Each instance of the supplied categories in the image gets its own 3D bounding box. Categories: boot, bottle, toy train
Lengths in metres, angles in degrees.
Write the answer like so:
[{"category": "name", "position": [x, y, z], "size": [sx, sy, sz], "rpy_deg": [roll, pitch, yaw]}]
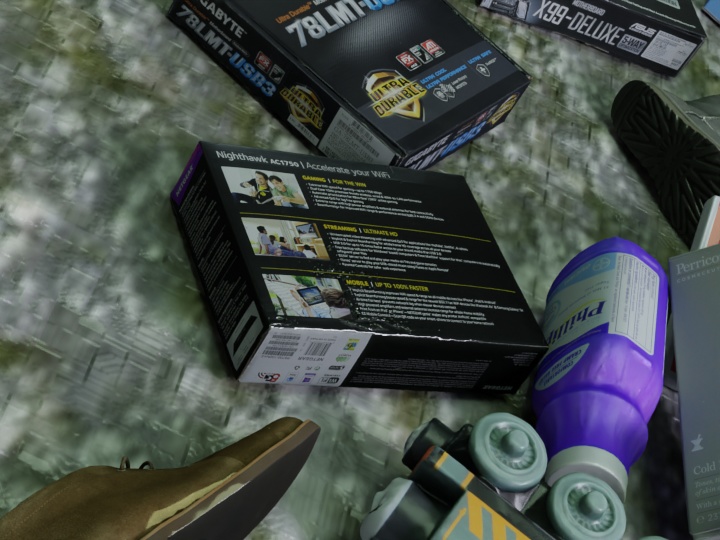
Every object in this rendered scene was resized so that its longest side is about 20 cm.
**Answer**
[{"category": "boot", "position": [0.309, -0.083, 1.327], "size": [0.199, 0.073, 0.183], "rpy_deg": [7, 47, -41]}, {"category": "boot", "position": [-0.095, 0.110, 0.812], "size": [0.075, 0.074, 0.199], "rpy_deg": [37, 38, 20]}, {"category": "bottle", "position": [0.144, 0.066, 1.021], "size": [0.065, 0.083, 0.201], "rpy_deg": [37, 37, -15]}, {"category": "toy train", "position": [0.093, 0.164, 0.885], "size": [0.199, 0.085, 0.114], "rpy_deg": [39, 47, 5]}]

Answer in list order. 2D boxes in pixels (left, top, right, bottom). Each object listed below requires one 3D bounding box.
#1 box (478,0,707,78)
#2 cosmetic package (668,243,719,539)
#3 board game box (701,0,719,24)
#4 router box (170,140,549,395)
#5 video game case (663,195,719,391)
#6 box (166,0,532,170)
[{"category": "box", "position": [0.183, -0.257, 1.421], "size": [0.198, 0.050, 0.159], "rpy_deg": [16, 41, -22]}, {"category": "cosmetic package", "position": [0.255, 0.078, 1.026], "size": [0.090, 0.106, 0.202], "rpy_deg": [42, 38, -46]}, {"category": "board game box", "position": [0.432, -0.297, 1.527], "size": [0.097, 0.200, 0.159], "rpy_deg": [45, 39, 12]}, {"category": "router box", "position": [0.000, 0.000, 1.008], "size": [0.198, 0.051, 0.150], "rpy_deg": [6, 44, -33]}, {"category": "video game case", "position": [0.307, 0.053, 1.156], "size": [0.199, 0.017, 0.144], "rpy_deg": [26, 66, -9]}, {"category": "box", "position": [-0.002, -0.158, 1.180], "size": [0.198, 0.050, 0.200], "rpy_deg": [44, 38, 10]}]
